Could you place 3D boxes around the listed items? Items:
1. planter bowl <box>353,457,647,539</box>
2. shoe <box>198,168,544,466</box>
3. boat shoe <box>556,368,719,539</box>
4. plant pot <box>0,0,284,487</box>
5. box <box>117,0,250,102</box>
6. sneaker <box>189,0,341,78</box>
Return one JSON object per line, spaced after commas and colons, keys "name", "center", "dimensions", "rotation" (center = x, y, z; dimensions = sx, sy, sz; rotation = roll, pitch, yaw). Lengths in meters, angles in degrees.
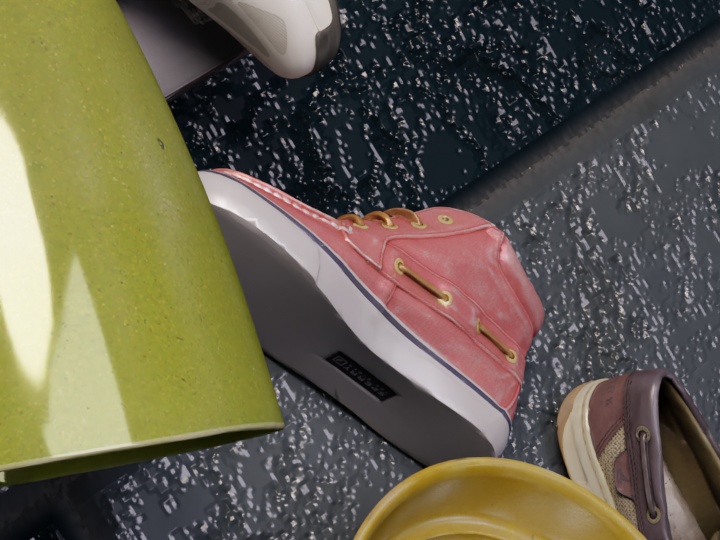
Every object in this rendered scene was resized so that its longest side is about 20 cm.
{"name": "planter bowl", "center": [0.055, 0.188, 0.991], "dimensions": [0.199, 0.083, 0.202], "rotation": [18, 53, -25]}
{"name": "shoe", "center": [0.000, 0.000, 1.045], "dimensions": [0.200, 0.071, 0.091], "rotation": [40, 53, -23]}
{"name": "boat shoe", "center": [0.163, 0.138, 1.106], "dimensions": [0.072, 0.065, 0.201], "rotation": [-26, 89, -40]}
{"name": "plant pot", "center": [-0.136, -0.024, 0.864], "dimensions": [0.186, 0.187, 0.202], "rotation": [-7, 84, -36]}
{"name": "box", "center": [-0.117, -0.146, 1.025], "dimensions": [0.200, 0.050, 0.158], "rotation": [-34, 94, -39]}
{"name": "sneaker", "center": [-0.107, -0.134, 0.962], "dimensions": [0.201, 0.076, 0.115], "rotation": [46, 61, -3]}
